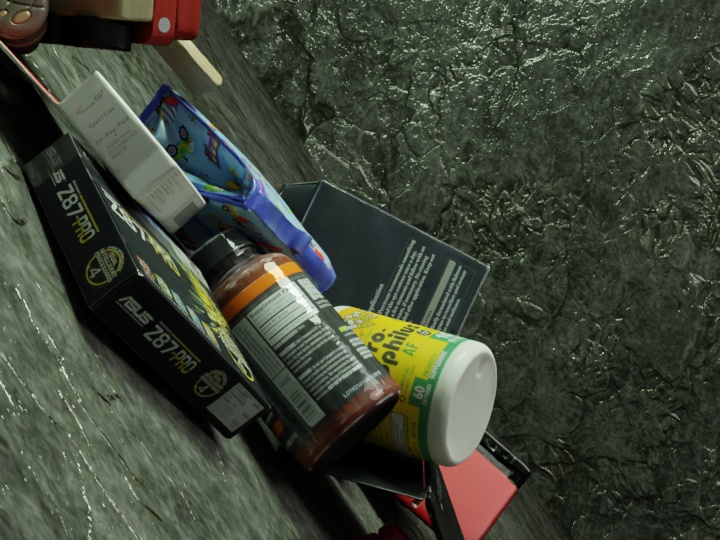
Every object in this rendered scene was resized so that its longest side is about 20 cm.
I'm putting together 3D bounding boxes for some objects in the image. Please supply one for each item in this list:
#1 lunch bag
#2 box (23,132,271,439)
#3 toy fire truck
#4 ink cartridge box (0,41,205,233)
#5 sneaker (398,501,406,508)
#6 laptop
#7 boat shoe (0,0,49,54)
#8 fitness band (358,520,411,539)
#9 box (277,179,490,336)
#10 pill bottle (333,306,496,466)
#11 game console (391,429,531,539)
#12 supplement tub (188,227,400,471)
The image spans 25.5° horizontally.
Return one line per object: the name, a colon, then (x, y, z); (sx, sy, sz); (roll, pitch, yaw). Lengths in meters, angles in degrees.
lunch bag: (-0.108, -0.059, 1.412); (0.199, 0.094, 0.151); (29, -15, 40)
box: (-0.153, 0.014, 1.158); (0.162, 0.049, 0.200); (55, 2, 42)
toy fire truck: (-0.182, -0.213, 1.328); (0.199, 0.130, 0.175); (-2, 10, -43)
ink cartridge box: (-0.202, -0.117, 1.238); (0.176, 0.045, 0.200); (49, -4, 5)
sneaker: (0.038, 0.191, 1.788); (0.099, 0.070, 0.201); (53, 13, -33)
laptop: (0.018, 0.214, 1.423); (0.187, 0.115, 0.202); (-80, 151, -79)
boat shoe: (-0.312, -0.248, 1.252); (0.201, 0.074, 0.073); (58, -20, 18)
fitness band: (0.058, 0.310, 1.433); (0.200, 0.037, 0.144); (51, 11, -44)
box: (0.000, 0.000, 1.662); (0.199, 0.118, 0.197); (27, -5, -13)
pill bottle: (0.010, 0.095, 1.408); (0.199, 0.114, 0.113); (15, -16, 26)
game console: (0.070, 0.192, 1.698); (0.200, 0.119, 0.172); (41, -5, 3)
supplement tub: (-0.065, 0.061, 1.317); (0.200, 0.107, 0.107); (49, 3, 12)
